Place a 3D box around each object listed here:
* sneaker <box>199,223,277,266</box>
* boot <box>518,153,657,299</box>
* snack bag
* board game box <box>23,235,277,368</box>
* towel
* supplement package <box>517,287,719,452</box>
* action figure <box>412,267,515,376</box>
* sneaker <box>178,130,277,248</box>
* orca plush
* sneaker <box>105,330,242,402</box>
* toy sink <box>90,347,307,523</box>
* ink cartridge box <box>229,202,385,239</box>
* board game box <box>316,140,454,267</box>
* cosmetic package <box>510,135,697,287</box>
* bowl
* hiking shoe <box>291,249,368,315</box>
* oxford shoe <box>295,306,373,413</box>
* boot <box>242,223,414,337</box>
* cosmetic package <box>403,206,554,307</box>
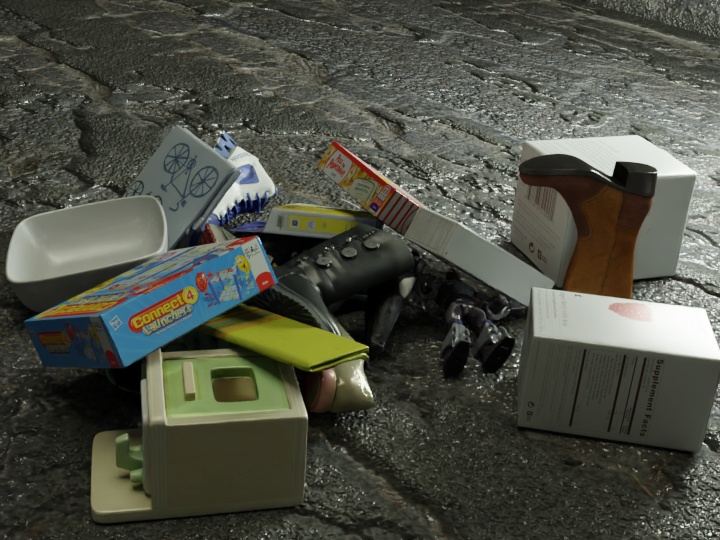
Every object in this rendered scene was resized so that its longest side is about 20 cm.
[{"bbox_3d":[-0.158,0.003,1.324,0.082,0.078,0.200,0,30,-34],"label":"sneaker"},{"bbox_3d":[0.287,-0.049,1.340,0.187,0.201,0.069,2,24,-14],"label":"boot"},{"bbox_3d":[-0.270,-0.094,1.405,0.188,0.200,0.021,36,-1,45],"label":"snack bag"},{"bbox_3d":[-0.223,0.034,1.062,0.195,0.056,0.199,-30,15,-37],"label":"board game box"},{"bbox_3d":[-0.090,0.069,1.026,0.199,0.018,0.086,15,21,42],"label":"towel"},{"bbox_3d":[0.281,0.107,1.118,0.199,0.120,0.121,7,26,5],"label":"supplement package"},{"bbox_3d":[0.131,0.051,1.256,0.129,0.070,0.200,9,29,-12],"label":"action figure"},{"bbox_3d":[-0.183,-0.107,1.467,0.115,0.081,0.200,24,53,-11],"label":"sneaker"},{"bbox_3d":[0.016,0.028,1.249,0.071,0.105,0.201,33,57,-7],"label":"orca plush"},{"bbox_3d":[-0.179,0.099,1.110,0.199,0.074,0.118,-4,20,5],"label":"sneaker"},{"bbox_3d":[-0.160,0.150,0.972,0.199,0.113,0.131,-2,27,-12],"label":"toy sink"},{"bbox_3d":[-0.068,-0.072,1.436,0.199,0.047,0.198,8,7,4],"label":"ink cartridge box"},{"bbox_3d":[0.042,-0.092,1.372,0.151,0.046,0.200,31,8,-35],"label":"board game box"},{"bbox_3d":[0.348,-0.091,1.470,0.199,0.166,0.165,-5,28,-16],"label":"cosmetic package"},{"bbox_3d":[-0.340,-0.015,1.287,0.199,0.075,0.200,-13,30,-7],"label":"bowl"},{"bbox_3d":[0.000,0.000,1.322,0.199,0.087,0.074,-16,33,-35],"label":"hiking shoe"},{"bbox_3d":[-0.032,0.099,1.158,0.073,0.071,0.200,12,31,-17],"label":"oxford shoe"},{"bbox_3d":[-0.014,0.023,1.145,0.199,0.066,0.165,-20,48,-40],"label":"boot"},{"bbox_3d":[0.156,-0.013,1.295,0.199,0.051,0.082,28,3,-38],"label":"cosmetic package"}]
